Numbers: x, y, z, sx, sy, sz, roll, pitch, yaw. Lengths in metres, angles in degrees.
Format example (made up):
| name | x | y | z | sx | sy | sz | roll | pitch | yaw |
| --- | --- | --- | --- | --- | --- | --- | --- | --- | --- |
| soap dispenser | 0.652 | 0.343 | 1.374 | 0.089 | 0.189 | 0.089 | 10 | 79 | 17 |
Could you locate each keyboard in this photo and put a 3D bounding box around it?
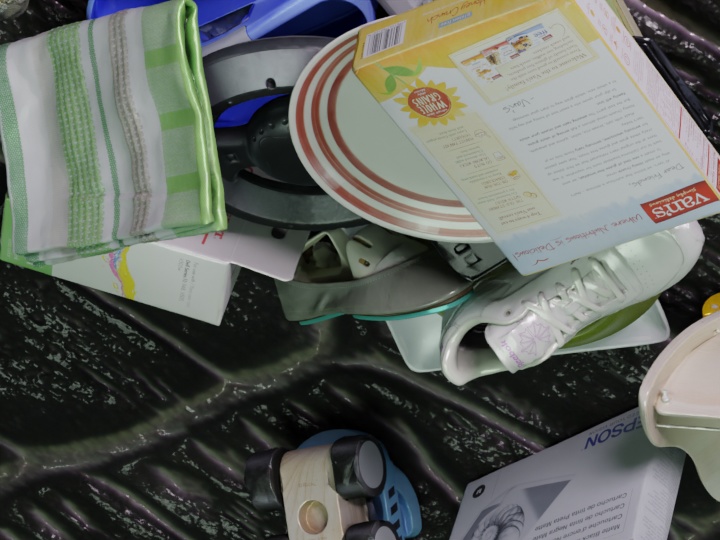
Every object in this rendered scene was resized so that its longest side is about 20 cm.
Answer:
| name | x | y | z | sx | sy | sz | roll | pitch | yaw |
| --- | --- | --- | --- | --- | --- | --- | --- | --- | --- |
| keyboard | 0.129 | -0.061 | 1.623 | 0.200 | 0.040 | 0.104 | -32 | 97 | 28 |

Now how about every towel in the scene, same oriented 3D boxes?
| name | x | y | z | sx | sy | sz | roll | pitch | yaw |
| --- | --- | --- | --- | --- | --- | --- | --- | --- | --- |
| towel | -0.163 | -0.085 | 1.636 | 0.200 | 0.031 | 0.149 | -9 | 92 | 48 |

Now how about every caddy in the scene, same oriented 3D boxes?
| name | x | y | z | sx | sy | sz | roll | pitch | yaw |
| --- | --- | --- | --- | --- | --- | --- | --- | --- | --- |
| caddy | -0.078 | -0.167 | 1.645 | 0.200 | 0.105 | 0.141 | -21 | 122 | 33 |

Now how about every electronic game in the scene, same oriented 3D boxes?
| name | x | y | z | sx | sy | sz | roll | pitch | yaw |
| --- | --- | --- | --- | --- | --- | --- | --- | --- | --- |
| electronic game | -0.033 | -0.085 | 1.650 | 0.200 | 0.042 | 0.200 | 2 | 148 | 1 |

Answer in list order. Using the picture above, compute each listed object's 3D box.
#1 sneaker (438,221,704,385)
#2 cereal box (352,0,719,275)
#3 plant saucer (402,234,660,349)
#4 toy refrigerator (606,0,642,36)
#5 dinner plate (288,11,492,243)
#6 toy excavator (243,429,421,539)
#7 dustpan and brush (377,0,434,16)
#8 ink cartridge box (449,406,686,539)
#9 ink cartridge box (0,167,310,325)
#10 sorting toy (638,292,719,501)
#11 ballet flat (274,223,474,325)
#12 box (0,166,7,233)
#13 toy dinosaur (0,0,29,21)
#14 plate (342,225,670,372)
| name | x | y | z | sx | sy | sz | roll | pitch | yaw |
| --- | --- | --- | --- | --- | --- | --- | --- | --- | --- |
| sneaker | 0.134 | 0.021 | 1.671 | 0.200 | 0.100 | 0.075 | -26 | 117 | 33 |
| cereal box | 0.107 | -0.086 | 1.514 | 0.144 | 0.040 | 0.200 | -18 | 134 | 28 |
| plant saucer | 0.108 | -0.015 | 1.737 | 0.200 | 0.031 | 0.200 | 9 | 133 | 10 |
| toy refrigerator | 0.107 | -0.182 | 1.594 | 0.070 | 0.076 | 0.200 | -14 | 125 | 29 |
| dinner plate | 0.057 | -0.089 | 1.567 | 0.200 | 0.024 | 0.200 | 4 | 138 | 4 |
| toy excavator | 0.014 | 0.217 | 1.987 | 0.100 | 0.200 | 0.195 | -12 | 83 | 28 |
| dustpan and brush | 0.095 | -0.162 | 1.521 | 0.200 | 0.057 | 0.140 | -24 | 121 | 34 |
| ink cartridge box | 0.136 | 0.201 | 1.855 | 0.199 | 0.200 | 0.041 | -28 | 119 | 35 |
| ink cartridge box | -0.133 | -0.037 | 1.778 | 0.200 | 0.117 | 0.067 | 17 | 136 | 3 |
| sorting toy | 0.302 | 0.111 | 1.795 | 0.200 | 0.107 | 0.180 | 4 | 140 | 14 |
| ballet flat | 0.000 | 0.000 | 1.736 | 0.200 | 0.067 | 0.064 | -6 | 109 | 57 |
| box | -0.362 | -0.043 | 1.899 | 0.200 | 0.044 | 0.160 | 23 | 135 | -3 |
| toy dinosaur | -0.303 | -0.169 | 1.764 | 0.088 | 0.048 | 0.200 | 37 | 136 | -25 |
| plate | 0.093 | -0.021 | 1.779 | 0.199 | 0.032 | 0.200 | -8 | 129 | 25 |
